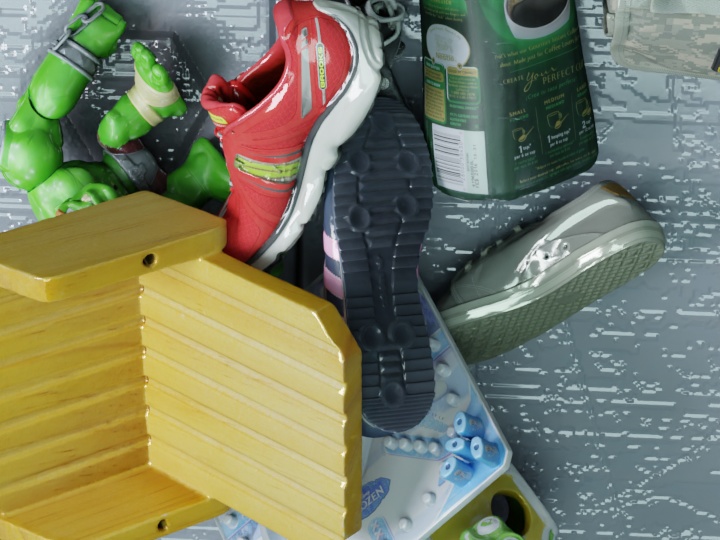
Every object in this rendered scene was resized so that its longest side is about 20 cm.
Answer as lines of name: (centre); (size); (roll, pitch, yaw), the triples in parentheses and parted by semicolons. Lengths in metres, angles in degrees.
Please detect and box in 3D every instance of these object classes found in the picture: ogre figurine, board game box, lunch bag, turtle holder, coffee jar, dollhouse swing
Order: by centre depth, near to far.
lunch bag: (0.220, -0.168, 1.532); (0.163, 0.200, 0.118); (4, 111, 3)
dollhouse swing: (-0.120, 0.088, 1.579); (0.181, 0.176, 0.201); (-18, 125, -28)
coffee jar: (0.081, -0.149, 1.603); (0.104, 0.085, 0.201); (-21, 115, -34)
ogre figurine: (-0.144, -0.054, 1.667); (0.120, 0.098, 0.200); (-38, 120, -5)
board game box: (-0.022, 0.099, 1.672); (0.200, 0.201, 0.026); (-42, 142, 19)
turtle holder: (0.051, 0.171, 1.695); (0.131, 0.186, 0.141); (-36, 65, -4)

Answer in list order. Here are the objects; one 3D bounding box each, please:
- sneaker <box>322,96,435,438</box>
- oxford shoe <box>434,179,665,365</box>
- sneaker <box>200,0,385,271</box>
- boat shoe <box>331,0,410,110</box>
sneaker: (0.000, 0.000, 1.614); (0.070, 0.082, 0.201); (6, 78, -22)
oxford shoe: (0.098, 0.005, 1.690); (0.199, 0.075, 0.058); (-31, 64, 23)
sneaker: (-0.058, -0.081, 1.582); (0.084, 0.077, 0.201); (17, 125, -18)
boat shoe: (-0.002, -0.139, 1.632); (0.068, 0.074, 0.200); (-17, 111, 4)
